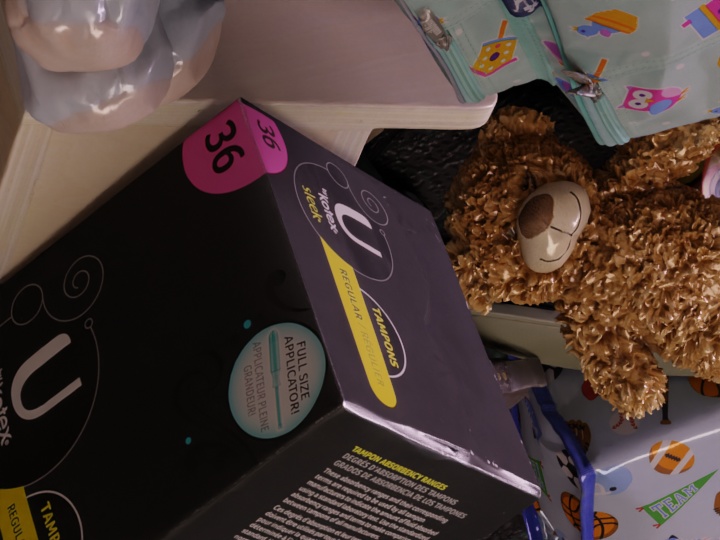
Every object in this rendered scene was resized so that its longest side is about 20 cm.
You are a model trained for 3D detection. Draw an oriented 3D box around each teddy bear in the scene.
[{"bbox_3d":[0.136,-0.002,1.182,0.200,0.067,0.145,36,110,-14],"label":"teddy bear"}]

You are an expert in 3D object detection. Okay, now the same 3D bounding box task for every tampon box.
[{"bbox_3d":[-0.061,0.064,1.020,0.200,0.150,0.126,-38,141,21],"label":"tampon box"}]

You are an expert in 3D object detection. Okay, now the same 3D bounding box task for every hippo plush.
[{"bbox_3d":[-0.129,-0.145,0.916,0.161,0.159,0.200,16,145,11],"label":"hippo plush"}]

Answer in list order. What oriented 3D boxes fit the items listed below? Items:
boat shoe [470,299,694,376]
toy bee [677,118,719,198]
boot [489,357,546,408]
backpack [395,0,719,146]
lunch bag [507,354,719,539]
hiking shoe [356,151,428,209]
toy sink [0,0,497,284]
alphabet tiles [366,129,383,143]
[{"bbox_3d":[0.143,0.013,1.300,0.199,0.066,0.075,5,162,9],"label":"boat shoe"},{"bbox_3d":[0.173,-0.039,1.262,0.200,0.109,0.131,15,173,-18],"label":"toy bee"},{"bbox_3d":[-0.019,0.078,1.262,0.200,0.069,0.174,-15,172,13],"label":"boot"},{"bbox_3d":[0.081,-0.139,0.952,0.153,0.176,0.200,-23,146,17],"label":"backpack"},{"bbox_3d":[0.171,0.100,1.413,0.170,0.124,0.200,-19,139,-7],"label":"lunch bag"},{"bbox_3d":[0.000,0.000,1.221,0.074,0.087,0.200,-30,154,8],"label":"hiking shoe"},{"bbox_3d":[-0.067,-0.072,1.080,0.200,0.130,0.112,-1,138,-26],"label":"toy sink"},{"bbox_3d":[-0.091,-0.044,1.212,0.167,0.008,0.200,-38,139,19],"label":"alphabet tiles"}]
